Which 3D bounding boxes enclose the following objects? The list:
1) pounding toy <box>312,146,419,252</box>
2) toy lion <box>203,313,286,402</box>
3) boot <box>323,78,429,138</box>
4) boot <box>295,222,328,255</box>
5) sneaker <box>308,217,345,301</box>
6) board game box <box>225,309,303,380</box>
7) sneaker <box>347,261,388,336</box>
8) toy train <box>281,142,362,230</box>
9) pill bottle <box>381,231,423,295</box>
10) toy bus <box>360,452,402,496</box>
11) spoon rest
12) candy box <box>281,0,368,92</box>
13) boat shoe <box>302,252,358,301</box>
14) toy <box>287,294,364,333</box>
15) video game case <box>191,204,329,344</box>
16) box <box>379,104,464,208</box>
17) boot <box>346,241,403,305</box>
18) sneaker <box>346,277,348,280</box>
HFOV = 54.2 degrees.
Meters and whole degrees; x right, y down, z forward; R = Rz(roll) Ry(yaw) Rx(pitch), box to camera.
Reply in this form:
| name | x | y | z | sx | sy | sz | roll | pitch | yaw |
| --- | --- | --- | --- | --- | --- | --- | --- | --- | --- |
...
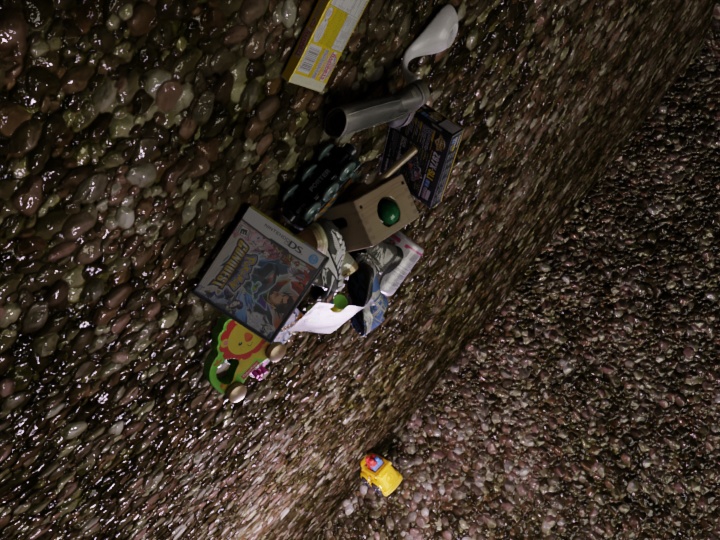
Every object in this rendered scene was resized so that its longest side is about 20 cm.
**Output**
| name | x | y | z | sx | sy | sz | roll | pitch | yaw |
| --- | --- | --- | --- | --- | --- | --- | --- | --- | --- |
| pounding toy | 0.022 | -0.143 | 1.480 | 0.184 | 0.143 | 0.199 | -34 | -165 | -38 |
| toy lion | -0.262 | 0.165 | 1.523 | 0.200 | 0.069 | 0.192 | -46 | 141 | -11 |
| boot | 0.020 | -0.299 | 1.373 | 0.199 | 0.073 | 0.182 | -32 | 177 | -22 |
| boot | -0.163 | -0.019 | 1.373 | 0.154 | 0.072 | 0.200 | -18 | 169 | -38 |
| sneaker | -0.079 | -0.013 | 1.455 | 0.090 | 0.066 | 0.201 | -40 | 146 | -36 |
| board game box | -0.217 | 0.166 | 1.684 | 0.200 | 0.026 | 0.200 | -49 | 158 | -7 |
| sneaker | 0.020 | 0.057 | 1.622 | 0.077 | 0.076 | 0.201 | -24 | 137 | -29 |
| toy train | -0.075 | -0.163 | 1.397 | 0.200 | 0.085 | 0.114 | -49 | 167 | -6 |
| pill bottle | 0.067 | -0.006 | 1.860 | 0.200 | 0.113 | 0.113 | -54 | 158 | 6 |
| toy bus | 0.066 | 0.902 | 3.208 | 0.136 | 0.200 | 0.193 | -43 | 120 | -23 |
| spoon rest | 0.138 | -0.453 | 1.417 | 0.201 | 0.060 | 0.100 | -58 | 163 | -22 |
| candy box | -0.051 | -0.395 | 1.156 | 0.201 | 0.026 | 0.102 | -59 | 159 | 18 |
| boat shoe | -0.085 | 0.027 | 1.592 | 0.200 | 0.066 | 0.074 | -37 | -158 | 36 |
| toy | -0.084 | 0.097 | 1.643 | 0.114 | 0.048 | 0.200 | 7 | 158 | -25 |
| video game case | -0.187 | 0.008 | 1.319 | 0.200 | 0.180 | 0.026 | -55 | -171 | 8 |
| box | 0.129 | -0.259 | 1.537 | 0.049 | 0.159 | 0.201 | -35 | 152 | -37 |
| boot | 0.000 | 0.000 | 1.644 | 0.130 | 0.068 | 0.200 | 22 | 110 | -47 |
| sneaker | -0.048 | -0.008 | 1.697 | 0.115 | 0.081 | 0.200 | -40 | 153 | -11 |
